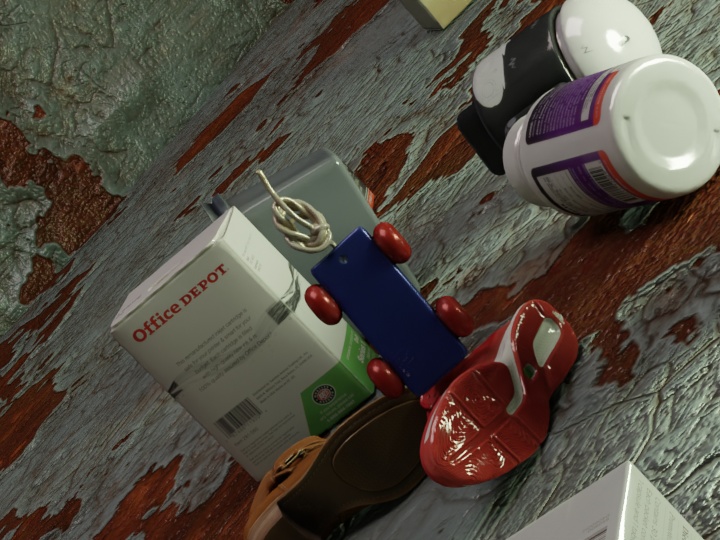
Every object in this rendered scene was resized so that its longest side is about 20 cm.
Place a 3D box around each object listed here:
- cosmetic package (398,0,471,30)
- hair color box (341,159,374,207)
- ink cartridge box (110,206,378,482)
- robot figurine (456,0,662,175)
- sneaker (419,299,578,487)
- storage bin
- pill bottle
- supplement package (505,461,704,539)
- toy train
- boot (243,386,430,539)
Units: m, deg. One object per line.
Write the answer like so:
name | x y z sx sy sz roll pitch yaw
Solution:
cosmetic package | 0.148 -0.426 2.781 0.200 0.071 0.105 -45 15 -4
hair color box | -0.078 -0.026 2.281 0.200 0.064 0.111 -41 13 16
ink cartridge box | -0.102 0.065 1.794 0.146 0.200 0.084 -38 15 20
robot figurine | 0.184 -0.167 1.833 0.199 0.124 0.151 -34 46 34
sneaker | 0.080 0.111 1.453 0.115 0.078 0.200 -43 -1 42
storage bin | -0.042 -0.014 1.909 0.134 0.201 0.146 -33 13 -3
pill bottle | 0.197 -0.103 1.624 0.112 0.111 0.200 -49 15 -20
supplement package | 0.123 0.197 0.779 0.109 0.200 0.114 -36 16 29
toy train | 0.000 0.000 1.497 0.085 0.200 0.116 -41 -4 4
boot | -0.020 0.152 1.587 0.200 0.074 0.155 -41 10 0
